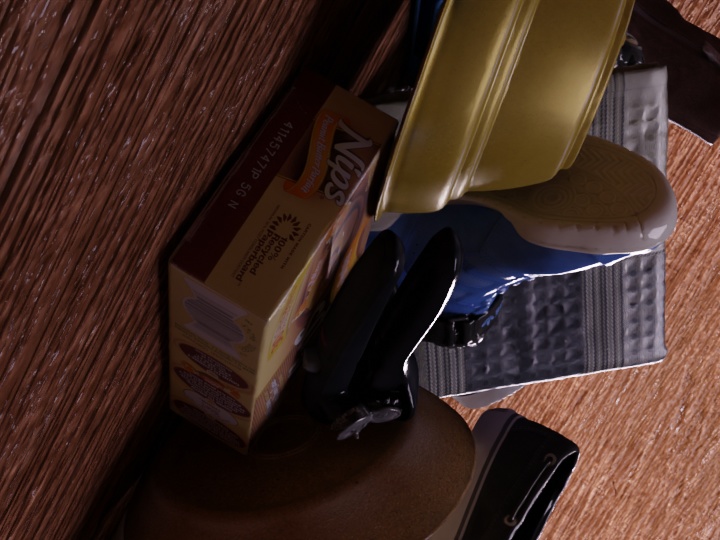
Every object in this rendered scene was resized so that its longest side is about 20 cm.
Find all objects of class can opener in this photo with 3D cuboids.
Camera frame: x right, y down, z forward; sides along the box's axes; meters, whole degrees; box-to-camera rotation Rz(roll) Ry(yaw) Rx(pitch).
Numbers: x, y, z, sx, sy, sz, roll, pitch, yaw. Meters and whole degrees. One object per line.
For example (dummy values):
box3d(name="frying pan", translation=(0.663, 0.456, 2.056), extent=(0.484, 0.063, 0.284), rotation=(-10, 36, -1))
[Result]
box3d(name="can opener", translation=(0.004, 0.028, 0.756), extent=(0.063, 0.079, 0.200), rotation=(-13, 162, -12))

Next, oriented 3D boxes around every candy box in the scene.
box3d(name="candy box", translation=(-0.042, 0.004, 0.762), extent=(0.116, 0.055, 0.200), rotation=(-57, 174, -23))

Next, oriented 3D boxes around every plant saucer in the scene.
box3d(name="plant saucer", translation=(-0.037, 0.102, 0.847), extent=(0.200, 0.199, 0.036), rotation=(-51, 134, -51))

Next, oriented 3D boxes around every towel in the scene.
box3d(name="towel", translation=(0.096, -0.025, 0.939), extent=(0.035, 0.191, 0.202), rotation=(-122, -153, -65))

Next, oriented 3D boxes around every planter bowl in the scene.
box3d(name="planter bowl", translation=(0.078, -0.105, 0.747), extent=(0.200, 0.083, 0.202), rotation=(20, 90, -88))

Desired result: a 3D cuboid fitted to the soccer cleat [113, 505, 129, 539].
box3d(name="soccer cleat", translation=(-0.083, 0.123, 0.960), extent=(0.077, 0.070, 0.200), rotation=(-13, -154, 51))

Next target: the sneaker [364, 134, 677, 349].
box3d(name="sneaker", translation=(0.077, -0.010, 0.841), extent=(0.077, 0.198, 0.112), rotation=(-65, 148, -40))

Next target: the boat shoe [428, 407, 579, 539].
box3d(name="boat shoe", translation=(0.064, 0.175, 0.855), extent=(0.069, 0.056, 0.202), rotation=(34, 74, -62))

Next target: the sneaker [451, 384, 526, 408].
box3d(name="sneaker", translation=(0.075, 0.025, 1.070), extent=(0.078, 0.080, 0.200), rotation=(-29, -165, 8))

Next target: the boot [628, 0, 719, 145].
box3d(name="boot", translation=(0.187, -0.180, 1.099), extent=(0.073, 0.165, 0.201), rotation=(118, -7, -47))

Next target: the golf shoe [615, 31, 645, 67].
box3d(name="golf shoe", translation=(0.100, -0.162, 0.934), extent=(0.077, 0.095, 0.200), rotation=(-18, 169, 27))

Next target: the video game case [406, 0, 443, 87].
box3d(name="video game case", translation=(0.073, -0.197, 0.902), extent=(0.144, 0.018, 0.200), rotation=(-59, 174, -13))
